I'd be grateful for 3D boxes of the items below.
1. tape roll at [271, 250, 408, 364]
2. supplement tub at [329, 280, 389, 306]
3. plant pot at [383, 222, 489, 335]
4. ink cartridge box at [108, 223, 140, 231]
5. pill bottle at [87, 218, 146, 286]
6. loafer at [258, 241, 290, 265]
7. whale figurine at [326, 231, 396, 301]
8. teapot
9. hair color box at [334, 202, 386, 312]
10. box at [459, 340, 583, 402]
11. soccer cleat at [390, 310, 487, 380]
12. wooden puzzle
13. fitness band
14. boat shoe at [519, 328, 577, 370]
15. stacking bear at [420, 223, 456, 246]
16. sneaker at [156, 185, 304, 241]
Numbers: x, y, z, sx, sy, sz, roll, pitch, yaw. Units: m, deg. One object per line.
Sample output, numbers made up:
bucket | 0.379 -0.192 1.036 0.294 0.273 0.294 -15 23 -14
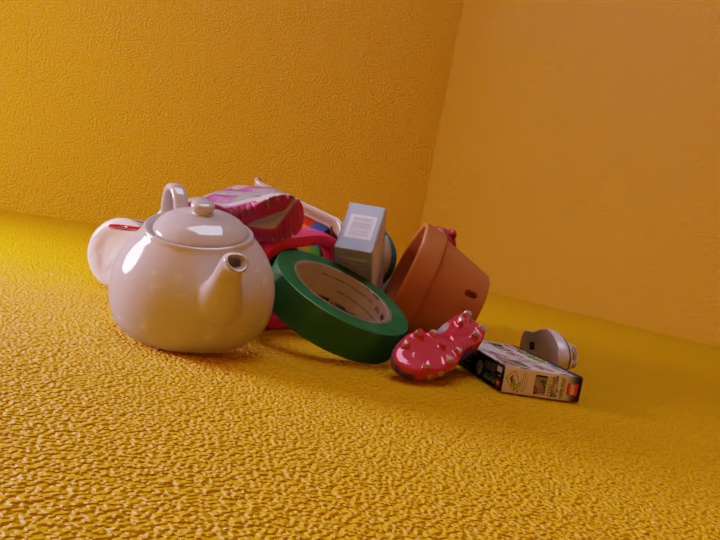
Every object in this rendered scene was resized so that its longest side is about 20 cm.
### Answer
tape roll | -0.033 0.046 0.878 0.200 0.048 0.200 28 16 -8
supplement tub | -0.013 0.011 1.361 0.144 0.145 0.200 11 3 -3
plant pot | 0.125 0.040 1.108 0.140 0.200 0.200 28 2 -3
ink cartridge box | -0.266 -0.020 0.952 0.200 0.067 0.116 9 3 -21
pill bottle | -0.361 -0.027 1.124 0.116 0.117 0.200 11 2 13
loafer | -0.143 -0.008 1.042 0.073 0.071 0.200 48 -10 21
whale figurine | -0.019 -0.002 1.218 0.104 0.200 0.159 15 39 -56
teapot | -0.186 -0.011 0.739 0.200 0.146 0.197 14 21 12
hair color box | 0.000 0.000 1.042 0.061 0.099 0.200 11 -40 9
box | 0.207 0.133 0.911 0.110 0.035 0.200 10 3 -11
soccer cleat | 0.096 0.108 0.840 0.067 0.077 0.200 43 32 19
wooden puzzle | -0.109 -0.046 1.121 0.200 0.185 0.046 31 56 24
fitness band | -0.101 0.010 0.978 0.037 0.144 0.200 21 18 33
boat shoe | 0.312 0.132 1.046 0.070 0.071 0.200 8 -4 0
stacking bear | 0.131 0.014 1.254 0.121 0.200 0.114 13 1 34
sneaker | -0.183 -0.072 0.904 0.200 0.082 0.088 -7 22 -18
